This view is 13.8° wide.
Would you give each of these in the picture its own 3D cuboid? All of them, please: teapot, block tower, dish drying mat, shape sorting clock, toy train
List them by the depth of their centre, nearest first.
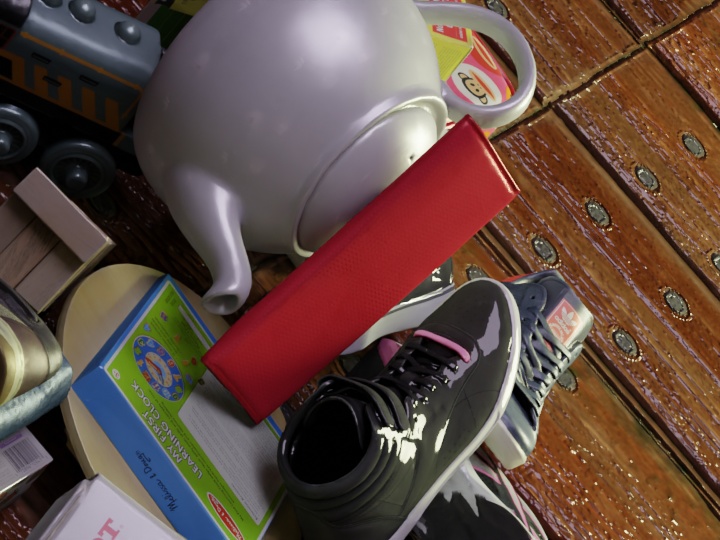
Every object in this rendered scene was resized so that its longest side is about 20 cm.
[{"bbox_3d":[-0.169,-0.014,1.590,0.054,0.058,0.200,44,-4,-2],"label":"block tower"},{"bbox_3d":[-0.100,0.089,1.644,0.200,0.039,0.200,44,29,-33],"label":"shape sorting clock"},{"bbox_3d":[0.000,0.000,1.656,0.018,0.200,0.077,45,-5,37],"label":"dish drying mat"},{"bbox_3d":[-0.019,-0.081,1.699,0.146,0.200,0.197,43,15,20],"label":"teapot"},{"bbox_3d":[-0.190,-0.119,1.717,0.200,0.114,0.085,25,40,-25],"label":"toy train"}]

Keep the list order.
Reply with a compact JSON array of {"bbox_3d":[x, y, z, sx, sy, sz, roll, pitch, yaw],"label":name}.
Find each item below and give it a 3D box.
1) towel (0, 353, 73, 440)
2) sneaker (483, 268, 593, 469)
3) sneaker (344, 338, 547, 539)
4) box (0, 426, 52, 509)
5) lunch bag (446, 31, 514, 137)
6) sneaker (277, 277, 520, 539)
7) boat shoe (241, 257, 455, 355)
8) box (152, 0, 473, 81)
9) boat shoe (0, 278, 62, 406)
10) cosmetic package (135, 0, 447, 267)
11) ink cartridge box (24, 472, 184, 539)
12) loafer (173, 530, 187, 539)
[{"bbox_3d":[-0.241,0.067,1.499,0.112,0.049,0.200,20,27,24],"label":"towel"},{"bbox_3d":[0.100,0.049,1.809,0.075,0.084,0.200,55,13,-19],"label":"sneaker"},{"bbox_3d":[0.052,0.135,1.756,0.200,0.080,0.086,60,12,26],"label":"sneaker"},{"bbox_3d":[-0.232,0.126,1.495,0.041,0.039,0.200,48,35,7],"label":"box"},{"bbox_3d":[0.010,-0.157,1.981,0.176,0.082,0.200,-17,67,-52],"label":"lunch bag"},{"bbox_3d":[0.024,0.072,1.676,0.071,0.099,0.200,24,69,28],"label":"sneaker"},{"bbox_3d":[-0.004,0.006,1.763,0.070,0.066,0.200,11,13,35],"label":"boat shoe"},{"bbox_3d":[-0.031,-0.173,1.804,0.200,0.050,0.075,18,46,-27],"label":"box"},{"bbox_3d":[-0.232,0.006,1.496,0.201,0.072,0.066,35,20,27],"label":"boat shoe"},{"bbox_3d":[-0.040,-0.110,1.865,0.085,0.108,0.200,-18,67,-51],"label":"cosmetic package"},{"bbox_3d":[-0.102,0.216,1.441,0.200,0.088,0.145,39,69,-9],"label":"ink cartridge box"},{"bbox_3d":[-0.066,0.220,1.540,0.200,0.076,0.068,42,40,0],"label":"loafer"}]
